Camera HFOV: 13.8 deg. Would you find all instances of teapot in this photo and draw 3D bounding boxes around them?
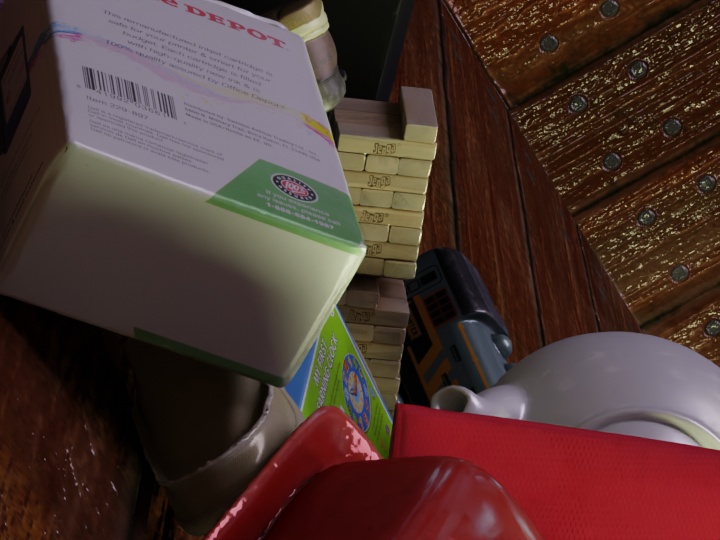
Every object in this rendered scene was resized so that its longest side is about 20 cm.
[{"bbox_3d":[0.148,0.130,1.611,0.146,0.200,0.198,-143,-140,-82],"label":"teapot"}]

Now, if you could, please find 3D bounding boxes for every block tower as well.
[{"bbox_3d":[0.000,0.000,1.607,0.054,0.058,0.200,-99,-163,-63],"label":"block tower"}]

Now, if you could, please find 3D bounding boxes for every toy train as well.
[{"bbox_3d":[0.044,0.081,1.746,0.085,0.114,0.200,46,17,-53],"label":"toy train"}]

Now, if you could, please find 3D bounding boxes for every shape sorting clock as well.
[{"bbox_3d":[-0.021,0.099,1.517,0.200,0.039,0.200,-14,90,-71],"label":"shape sorting clock"}]

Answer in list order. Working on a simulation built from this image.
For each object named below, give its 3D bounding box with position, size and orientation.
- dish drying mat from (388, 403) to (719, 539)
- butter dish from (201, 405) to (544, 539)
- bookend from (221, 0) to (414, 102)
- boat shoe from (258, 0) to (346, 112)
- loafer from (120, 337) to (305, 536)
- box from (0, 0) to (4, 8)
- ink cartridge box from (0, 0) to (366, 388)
[{"bbox_3d":[0.112,0.119,1.526,0.018,0.200,0.077,113,-15,-77],"label":"dish drying mat"},{"bbox_3d":[0.036,0.164,1.231,0.200,0.148,0.200,58,38,-13],"label":"butter dish"},{"bbox_3d":[-0.078,-0.132,1.736,0.092,0.199,0.200,-49,153,-80],"label":"bookend"},{"bbox_3d":[-0.053,-0.100,1.590,0.066,0.072,0.201,68,-14,-3],"label":"boat shoe"},{"bbox_3d":[-0.074,0.051,1.362,0.068,0.076,0.200,50,10,-24],"label":"loafer"},{"bbox_3d":[-0.132,-0.070,1.506,0.200,0.039,0.041,58,8,-16],"label":"box"},{"bbox_3d":[-0.091,-0.052,1.345,0.145,0.088,0.200,19,28,-21],"label":"ink cartridge box"}]
